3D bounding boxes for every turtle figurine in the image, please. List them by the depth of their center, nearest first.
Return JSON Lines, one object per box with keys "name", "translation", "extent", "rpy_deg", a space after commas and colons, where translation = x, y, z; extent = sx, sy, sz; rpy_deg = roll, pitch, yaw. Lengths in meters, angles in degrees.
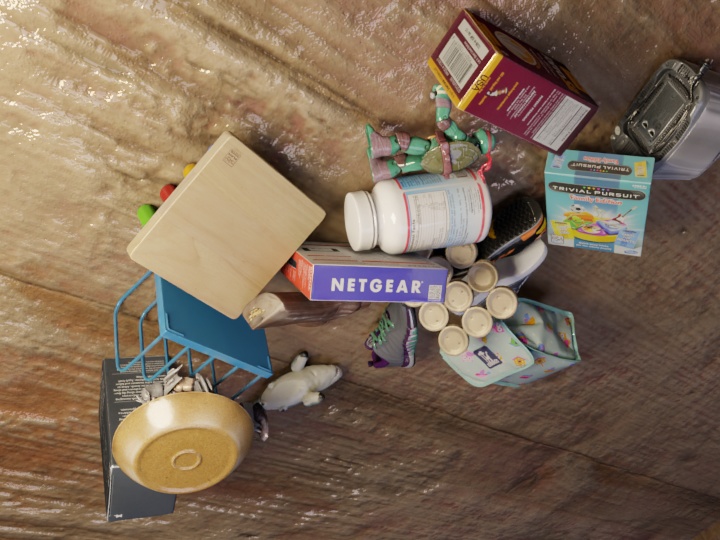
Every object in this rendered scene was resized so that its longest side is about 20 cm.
{"name": "turtle figurine", "translation": [0.107, -0.175, 1.089], "extent": [0.196, 0.102, 0.151], "rpy_deg": [-11, 138, -3]}

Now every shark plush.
{"name": "shark plush", "translation": [-0.124, 0.225, 1.427], "extent": [0.199, 0.091, 0.083], "rpy_deg": [-39, 166, 11]}

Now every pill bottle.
{"name": "pill bottle", "translation": [0.081, -0.083, 1.159], "extent": [0.196, 0.110, 0.110], "rpy_deg": [-8, 137, -14]}

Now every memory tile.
{"name": "memory tile", "translation": [0.137, 0.021, 1.258], "extent": [0.153, 0.201, 0.017], "rpy_deg": [-41, 177, 20]}

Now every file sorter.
{"name": "file sorter", "translation": [-0.249, 0.099, 1.185], "extent": [0.122, 0.140, 0.199], "rpy_deg": [-38, 136, 22]}

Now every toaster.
{"name": "toaster", "translation": [0.476, -0.222, 1.184], "extent": [0.127, 0.115, 0.201], "rpy_deg": [3, 134, -30]}

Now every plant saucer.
{"name": "plant saucer", "translation": [-0.243, 0.251, 1.120], "extent": [0.196, 0.036, 0.203], "rpy_deg": [-9, 130, -11]}

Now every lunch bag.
{"name": "lunch bag", "translation": [0.260, 0.130, 1.422], "extent": [0.197, 0.124, 0.170], "rpy_deg": [12, 150, -34]}

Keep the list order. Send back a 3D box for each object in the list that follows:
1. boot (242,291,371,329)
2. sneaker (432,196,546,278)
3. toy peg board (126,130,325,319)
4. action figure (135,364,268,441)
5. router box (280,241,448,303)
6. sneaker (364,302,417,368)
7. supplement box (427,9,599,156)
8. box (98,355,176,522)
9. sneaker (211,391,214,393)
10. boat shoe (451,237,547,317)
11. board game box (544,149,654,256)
{"name": "boot", "translation": [-0.109, 0.059, 1.175], "extent": [0.198, 0.065, 0.185], "rpy_deg": [-11, 172, -46]}
{"name": "sneaker", "translation": [0.212, -0.035, 1.295], "extent": [0.198, 0.071, 0.090], "rpy_deg": [-31, 147, 15]}
{"name": "toy peg board", "translation": [-0.188, -0.073, 1.084], "extent": [0.200, 0.098, 0.199], "rpy_deg": [-48, 135, 5]}
{"name": "action figure", "translation": [-0.231, 0.201, 1.156], "extent": [0.198, 0.070, 0.130], "rpy_deg": [23, 134, -34]}
{"name": "router box", "translation": [0.000, 0.000, 1.150], "extent": [0.196, 0.179, 0.050], "rpy_deg": [2, 101, -18]}
{"name": "sneaker", "translation": [0.050, 0.108, 1.374], "extent": [0.086, 0.075, 0.202], "rpy_deg": [-10, 138, -6]}
{"name": "supplement box", "translation": [0.199, -0.240, 1.044], "extent": [0.198, 0.111, 0.086], "rpy_deg": [15, 126, -35]}
{"name": "box", "translation": [-0.348, 0.259, 1.260], "extent": [0.105, 0.202, 0.150], "rpy_deg": [0, 135, -22]}
{"name": "sneaker", "translation": [-0.271, 0.274, 1.412], "extent": [0.087, 0.076, 0.202], "rpy_deg": [-22, 129, 5]}
{"name": "boat shoe", "translation": [0.239, 0.018, 1.360], "extent": [0.199, 0.072, 0.067], "rpy_deg": [-40, 134, 22]}
{"name": "board game box", "translation": [0.361, -0.100, 1.227], "extent": [0.148, 0.048, 0.201], "rpy_deg": [9, 154, 20]}
